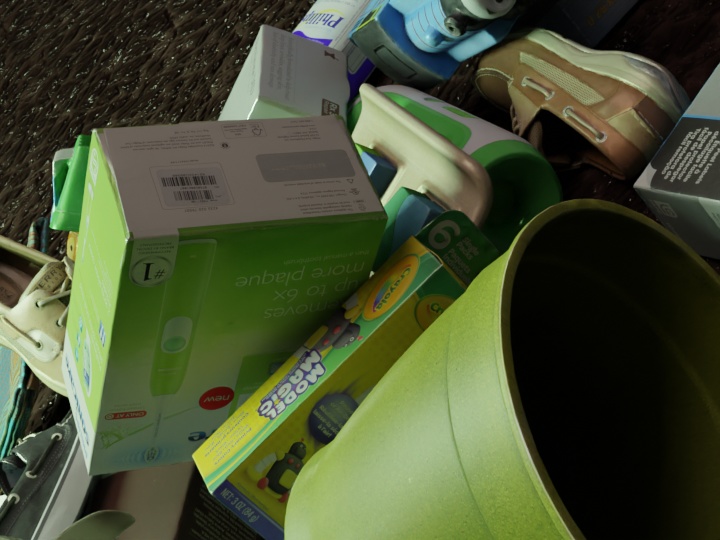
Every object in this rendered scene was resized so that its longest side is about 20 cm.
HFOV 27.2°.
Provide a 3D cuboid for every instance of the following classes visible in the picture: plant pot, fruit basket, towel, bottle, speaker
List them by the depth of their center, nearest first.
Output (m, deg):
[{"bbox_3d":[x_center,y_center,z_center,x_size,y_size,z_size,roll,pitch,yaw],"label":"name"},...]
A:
[{"bbox_3d":[0.070,0.103,0.667,0.193,0.200,0.201,-35,29,39],"label":"plant pot"},{"bbox_3d":[0.052,-0.065,0.979,0.089,0.088,0.200,-47,30,-4],"label":"speaker"},{"bbox_3d":[-0.198,0.000,1.113,0.185,0.093,0.202,-134,56,-76],"label":"fruit basket"},{"bbox_3d":[-0.263,0.071,1.131,0.200,0.021,0.148,122,150,-53],"label":"towel"},{"bbox_3d":[-0.030,-0.172,1.230,0.201,0.065,0.083,-54,32,-14],"label":"bottle"}]

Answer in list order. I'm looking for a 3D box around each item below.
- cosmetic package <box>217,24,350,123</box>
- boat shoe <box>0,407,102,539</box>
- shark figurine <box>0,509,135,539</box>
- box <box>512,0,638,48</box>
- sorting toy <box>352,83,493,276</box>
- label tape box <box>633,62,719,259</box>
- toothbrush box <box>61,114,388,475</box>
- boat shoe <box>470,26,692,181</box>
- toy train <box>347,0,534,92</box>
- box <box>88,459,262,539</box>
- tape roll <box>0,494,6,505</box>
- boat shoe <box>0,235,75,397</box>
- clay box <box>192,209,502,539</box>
[{"bbox_3d":[-0.079,-0.065,1.077,0.102,0.073,0.201,-91,24,-52],"label":"cosmetic package"},{"bbox_3d":[-0.203,0.138,0.951,0.201,0.066,0.070,-76,2,-50],"label":"boat shoe"},{"bbox_3d":[-0.162,0.226,0.834,0.128,0.216,0.089,-28,-6,-35],"label":"shark figurine"},{"bbox_3d":[0.145,-0.234,1.105,0.159,0.048,0.200,-48,30,0],"label":"box"},{"bbox_3d":[0.000,0.000,0.919,0.185,0.036,0.202,45,119,59],"label":"sorting toy"},{"bbox_3d":[0.254,-0.066,0.747,0.144,0.066,0.200,-52,29,-12],"label":"label tape box"},{"bbox_3d":[-0.083,0.016,0.843,0.201,0.144,0.087,110,147,-45],"label":"toothbrush box"},{"bbox_3d":[0.125,-0.103,0.947,0.072,0.076,0.200,-52,29,-7],"label":"boat shoe"},{"bbox_3d":[0.069,-0.190,0.989,0.115,0.086,0.200,-58,15,-14],"label":"toy train"},{"bbox_3d":[-0.113,0.146,0.940,0.100,0.075,0.201,-25,37,32],"label":"box"},{"bbox_3d":[-0.259,0.253,0.993,0.202,0.071,0.203,-31,33,23],"label":"tape roll"},{"bbox_3d":[-0.202,0.027,0.989,0.199,0.065,0.072,25,52,29],"label":"boat shoe"},{"bbox_3d":[0.019,0.073,0.819,0.200,0.115,0.048,-45,30,2],"label":"clay box"}]
